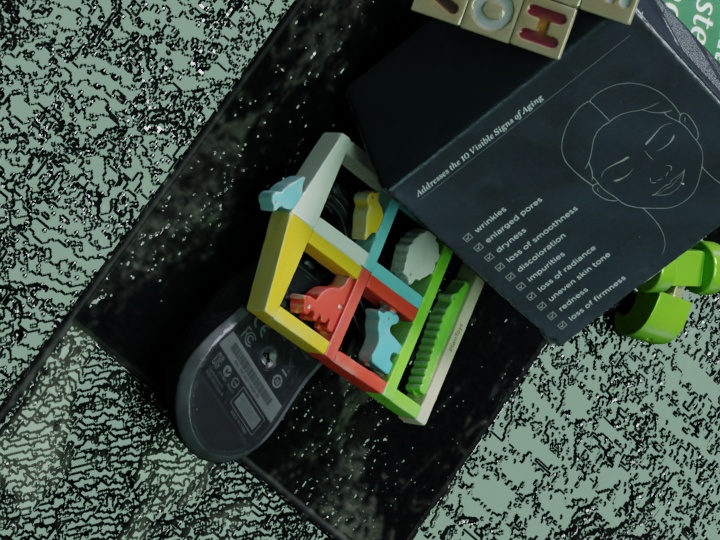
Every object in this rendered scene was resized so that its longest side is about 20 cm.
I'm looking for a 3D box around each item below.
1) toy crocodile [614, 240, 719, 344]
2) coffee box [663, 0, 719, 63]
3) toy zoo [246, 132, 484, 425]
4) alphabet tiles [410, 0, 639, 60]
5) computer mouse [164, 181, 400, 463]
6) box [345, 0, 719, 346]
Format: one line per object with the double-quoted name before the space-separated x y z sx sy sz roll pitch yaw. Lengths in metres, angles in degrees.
"toy crocodile" 0.225 -0.044 1.879 0.067 0.062 0.201 1 99 -35
"coffee box" 0.186 -0.182 1.789 0.199 0.044 0.123 9 98 -23
"toy zoo" 0.000 0.000 1.712 0.200 0.020 0.132 36 70 -39
"alphabet tiles" 0.109 -0.238 1.596 0.008 0.167 0.201 12 98 -76
"computer mouse" -0.063 0.047 1.707 0.200 0.053 0.139 -45 123 -31
"box" 0.134 -0.091 1.707 0.200 0.124 0.197 -37 130 14
